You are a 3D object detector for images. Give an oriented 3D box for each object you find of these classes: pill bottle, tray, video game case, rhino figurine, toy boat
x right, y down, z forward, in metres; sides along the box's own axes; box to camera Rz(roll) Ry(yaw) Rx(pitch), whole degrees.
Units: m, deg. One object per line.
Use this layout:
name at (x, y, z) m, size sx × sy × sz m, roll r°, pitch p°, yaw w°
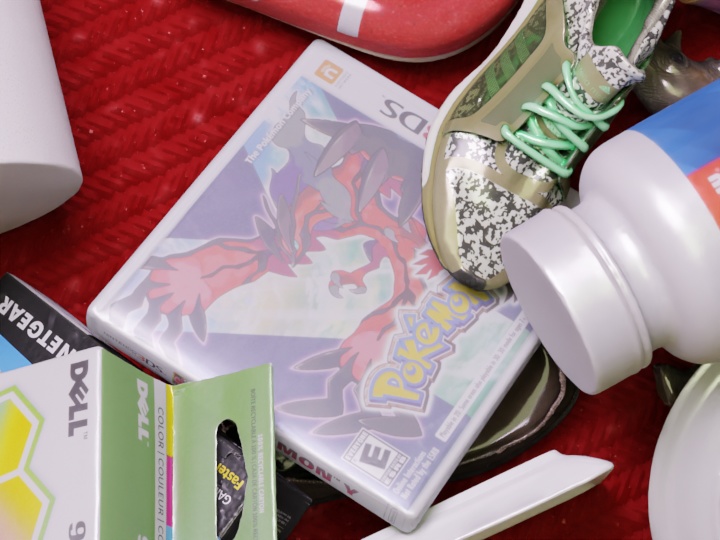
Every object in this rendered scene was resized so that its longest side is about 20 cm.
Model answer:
pill bottle at (0.168, -0.027, 0.915) m, size 0.200 × 0.112 × 0.112 m, roll -30°, pitch 83°, yaw -9°
tray at (0.023, 0.130, 0.966) m, size 0.200 × 0.107 × 0.022 m, roll -25°, pitch 79°, yaw -1°
video game case at (0.000, 0.000, 0.979) m, size 0.182 × 0.023 × 0.200 m, roll 31°, pitch 61°, yaw 11°
rhino figurine at (0.170, -0.039, 1.005) m, size 0.087 × 0.060 × 0.201 m, roll -10°, pitch 80°, yaw -8°
toy boat at (-0.007, -0.186, 0.994) m, size 0.200 × 0.131 × 0.131 m, roll 20°, pitch 84°, yaw 5°

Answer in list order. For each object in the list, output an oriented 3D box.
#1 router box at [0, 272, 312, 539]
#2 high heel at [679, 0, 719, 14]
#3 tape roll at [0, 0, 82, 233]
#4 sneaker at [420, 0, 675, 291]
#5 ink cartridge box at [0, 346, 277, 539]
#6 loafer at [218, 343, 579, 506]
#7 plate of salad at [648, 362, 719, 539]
router box at (-0.139, 0.112, 0.958) m, size 0.200 × 0.051 × 0.149 m, roll 32°, pitch 85°, yaw 36°
high heel at (0.187, -0.212, 1.039) m, size 0.096 × 0.067 × 0.200 m, roll 10°, pitch 58°, yaw -38°
tape roll at (-0.242, -0.085, 0.956) m, size 0.202 × 0.203 × 0.140 m, roll -14°, pitch 82°, yaw 0°
sneaker at (0.093, -0.084, 0.946) m, size 0.077 × 0.089 × 0.200 m, roll 27°, pitch 85°, yaw -16°
ink cartridge box at (-0.137, 0.099, 0.892) m, size 0.200 × 0.059 × 0.104 m, roll -15°, pitch 61°, yaw 24°
loafer at (0.014, 0.075, 0.990) m, size 0.200 × 0.071 × 0.073 m, roll -21°, pitch 83°, yaw 0°
plate of salad at (0.236, 0.103, 0.986) m, size 0.199 × 0.048 × 0.201 m, roll -1°, pitch 104°, yaw -3°
